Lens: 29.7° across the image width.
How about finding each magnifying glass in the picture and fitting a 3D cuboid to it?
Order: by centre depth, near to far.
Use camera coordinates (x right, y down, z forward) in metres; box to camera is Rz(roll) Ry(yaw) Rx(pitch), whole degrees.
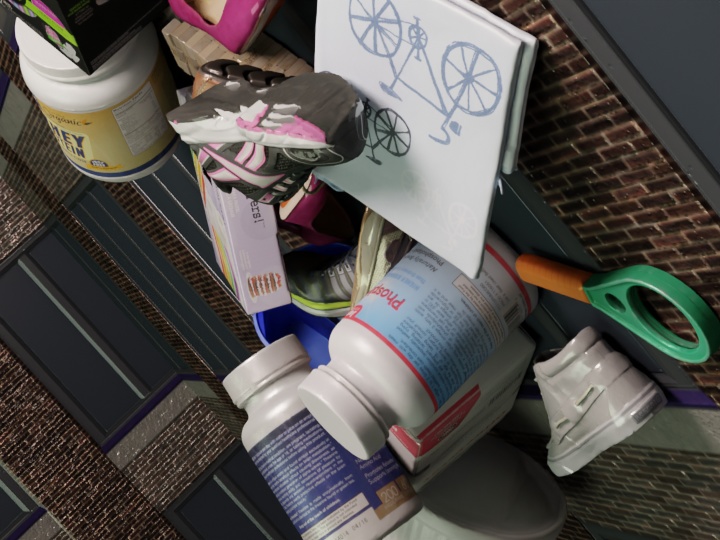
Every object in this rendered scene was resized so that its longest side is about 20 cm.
[{"bbox_3d":[0.185,0.019,0.999,0.199,0.022,0.080,25,153,55],"label":"magnifying glass"}]

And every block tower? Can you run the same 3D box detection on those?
[{"bbox_3d":[-0.085,-0.167,1.187,0.199,0.058,0.054,36,162,28],"label":"block tower"}]

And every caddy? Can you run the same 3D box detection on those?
[{"bbox_3d":[-0.019,0.057,1.401,0.199,0.141,0.105,36,165,30],"label":"caddy"}]

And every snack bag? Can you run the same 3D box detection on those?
[{"bbox_3d":[0.035,-0.110,0.941,0.188,0.021,0.201,35,136,32],"label":"snack bag"}]

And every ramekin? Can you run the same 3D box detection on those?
[{"bbox_3d":[0.109,0.256,1.426,0.202,0.201,0.095,34,119,36],"label":"ramekin"}]

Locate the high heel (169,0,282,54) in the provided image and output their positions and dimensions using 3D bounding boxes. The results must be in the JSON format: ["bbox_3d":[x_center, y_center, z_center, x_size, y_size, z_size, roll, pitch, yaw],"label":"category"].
[{"bbox_3d":[-0.117,-0.221,1.070,0.096,0.068,0.200,38,170,-13],"label":"high heel"}]

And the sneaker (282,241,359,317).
[{"bbox_3d":[0.000,0.000,1.316,0.198,0.074,0.081,9,132,31],"label":"sneaker"}]

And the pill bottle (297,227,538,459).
[{"bbox_3d":[0.045,0.056,1.118,0.109,0.200,0.109,41,163,15],"label":"pill bottle"}]

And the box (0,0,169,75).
[{"bbox_3d":[-0.267,-0.304,1.195,0.148,0.124,0.201,38,161,23],"label":"box"}]

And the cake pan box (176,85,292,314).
[{"bbox_3d":[-0.124,-0.079,1.318,0.184,0.052,0.202,-135,32,-65],"label":"cake pan box"}]

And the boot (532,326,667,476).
[{"bbox_3d":[0.184,0.106,1.147,0.096,0.073,0.200,50,157,9],"label":"boot"}]

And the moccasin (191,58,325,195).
[{"bbox_3d":[-0.042,-0.108,1.079,0.199,0.074,0.078,13,115,8],"label":"moccasin"}]

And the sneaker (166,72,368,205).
[{"bbox_3d":[-0.057,-0.091,1.001,0.199,0.080,0.087,14,136,54],"label":"sneaker"}]

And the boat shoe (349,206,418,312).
[{"bbox_3d":[0.031,0.020,1.214,0.064,0.072,0.202,15,123,18],"label":"boat shoe"}]

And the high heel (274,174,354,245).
[{"bbox_3d":[-0.031,-0.065,1.285,0.095,0.068,0.200,11,173,-11],"label":"high heel"}]

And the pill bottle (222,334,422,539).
[{"bbox_3d":[-0.039,0.164,1.246,0.201,0.110,0.111,56,166,8],"label":"pill bottle"}]

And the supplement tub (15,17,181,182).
[{"bbox_3d":[-0.270,-0.200,1.418,0.144,0.144,0.200,39,163,24],"label":"supplement tub"}]

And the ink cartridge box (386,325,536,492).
[{"bbox_3d":[0.078,0.118,1.281,0.085,0.145,0.200,47,164,18],"label":"ink cartridge box"}]
